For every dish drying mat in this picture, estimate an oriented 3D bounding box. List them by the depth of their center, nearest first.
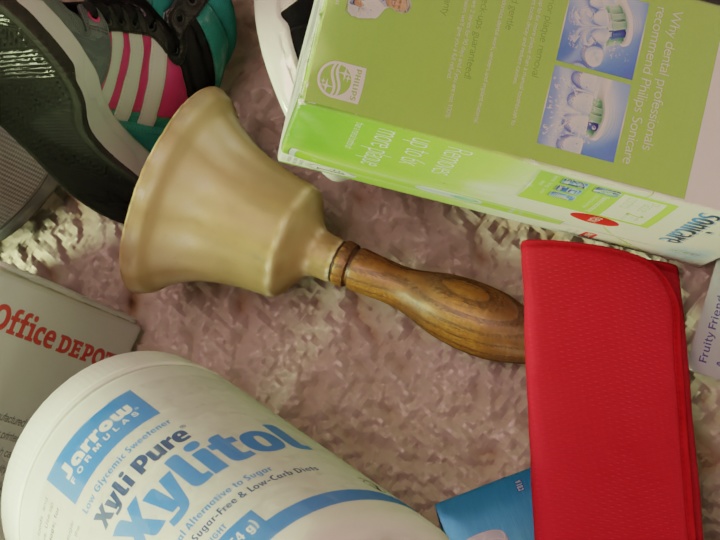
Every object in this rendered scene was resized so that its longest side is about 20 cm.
[{"bbox_3d":[0.107,0.076,1.005,0.076,0.018,0.201,9,56,-13],"label":"dish drying mat"}]

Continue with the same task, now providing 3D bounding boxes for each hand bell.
[{"bbox_3d":[0.000,0.000,1.104,0.199,0.104,0.105,23,88,14],"label":"hand bell"}]

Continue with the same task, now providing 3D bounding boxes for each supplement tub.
[{"bbox_3d":[-0.055,0.127,1.024,0.200,0.132,0.133,29,91,49],"label":"supplement tub"}]

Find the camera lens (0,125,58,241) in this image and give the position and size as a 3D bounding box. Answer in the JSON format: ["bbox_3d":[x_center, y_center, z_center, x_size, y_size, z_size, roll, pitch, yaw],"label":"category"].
[{"bbox_3d":[-0.239,-0.098,1.155,0.159,0.200,0.161,-6,75,23],"label":"camera lens"}]

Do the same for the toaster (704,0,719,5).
[{"bbox_3d":[0.132,-0.199,1.051,0.113,0.129,0.201,23,88,26],"label":"toaster"}]

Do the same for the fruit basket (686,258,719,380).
[{"bbox_3d":[0.238,-0.025,0.983,0.199,0.094,0.187,17,91,34],"label":"fruit basket"}]

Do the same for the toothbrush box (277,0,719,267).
[{"bbox_3d":[0.073,-0.071,0.997,0.198,0.146,0.087,13,83,-5],"label":"toothbrush box"}]

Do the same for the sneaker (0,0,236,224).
[{"bbox_3d":[-0.119,-0.116,1.117,0.083,0.200,0.122,9,66,25],"label":"sneaker"}]

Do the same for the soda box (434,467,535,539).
[{"bbox_3d":[0.095,0.185,1.004,0.064,0.068,0.201,-21,69,-1],"label":"soda box"}]

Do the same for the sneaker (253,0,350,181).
[{"bbox_3d":[0.011,-0.145,1.108,0.111,0.073,0.201,-21,56,19],"label":"sneaker"}]

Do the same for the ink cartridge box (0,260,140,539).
[{"bbox_3d":[-0.204,0.088,1.126,0.083,0.144,0.201,23,88,27],"label":"ink cartridge box"}]
